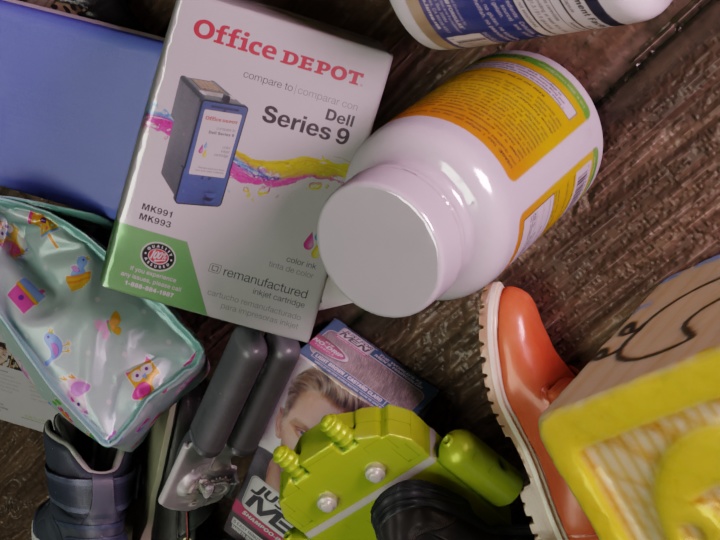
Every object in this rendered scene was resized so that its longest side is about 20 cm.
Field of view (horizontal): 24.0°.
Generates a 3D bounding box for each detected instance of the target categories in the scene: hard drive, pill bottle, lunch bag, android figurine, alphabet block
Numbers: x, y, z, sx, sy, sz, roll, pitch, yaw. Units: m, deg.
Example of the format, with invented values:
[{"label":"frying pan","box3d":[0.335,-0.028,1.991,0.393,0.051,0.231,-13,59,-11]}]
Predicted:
[{"label":"hard drive","box3d":[-0.196,-0.110,1.197,0.199,0.025,0.133,16,108,18]},{"label":"pill bottle","box3d":[0.059,-0.051,1.023,0.110,0.200,0.112,15,121,26]},{"label":"lunch bag","box3d":[-0.210,0.029,1.252,0.200,0.122,0.170,46,172,4]},{"label":"pill bottle","box3d":[0.120,-0.194,0.976,0.199,0.111,0.112,-4,112,34]},{"label":"android figurine","box3d":[0.023,0.169,1.214,0.182,0.041,0.200,-32,123,24]},{"label":"alphabet block","box3d":[0.256,0.096,0.980,0.195,0.200,0.197,-28,97,39]}]

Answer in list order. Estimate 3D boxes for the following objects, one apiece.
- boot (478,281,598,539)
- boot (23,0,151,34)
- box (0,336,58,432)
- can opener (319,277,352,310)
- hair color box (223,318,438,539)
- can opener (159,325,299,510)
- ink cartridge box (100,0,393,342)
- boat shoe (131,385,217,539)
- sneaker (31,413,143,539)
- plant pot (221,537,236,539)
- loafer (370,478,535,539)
[{"label":"boot","box3d":[0.147,0.092,1.146,0.107,0.075,0.201,-18,100,21]},{"label":"boot","box3d":[-0.203,-0.117,1.257,0.150,0.073,0.200,42,121,9]},{"label":"box","box3d":[-0.292,0.038,1.422,0.144,0.036,0.201,13,122,28]},{"label":"can opener","box3d":[0.000,0.000,1.186,0.199,0.067,0.054,-13,107,38]},{"label":"hair color box","box3d":[-0.026,0.146,1.285,0.100,0.060,0.201,33,127,14]},{"label":"can opener","box3d":[-0.104,0.104,1.253,0.201,0.053,0.067,-64,37,38]},{"label":"ink cartridge box","box3d":[-0.076,-0.072,1.112,0.144,0.088,0.201,16,99,-8]},{"label":"boat shoe","box3d":[-0.149,0.178,1.386,0.063,0.074,0.203,5,111,-12]},{"label":"sneaker","box3d":[-0.232,0.177,1.407,0.202,0.076,0.147,-159,64,-65]},{"label":"plant pot","box3d":[-0.096,0.325,1.349,0.199,0.200,0.189,28,112,18]},{"label":"loafer","box3d":[0.095,0.217,1.184,0.199,0.073,0.073,22,126,-22]}]
